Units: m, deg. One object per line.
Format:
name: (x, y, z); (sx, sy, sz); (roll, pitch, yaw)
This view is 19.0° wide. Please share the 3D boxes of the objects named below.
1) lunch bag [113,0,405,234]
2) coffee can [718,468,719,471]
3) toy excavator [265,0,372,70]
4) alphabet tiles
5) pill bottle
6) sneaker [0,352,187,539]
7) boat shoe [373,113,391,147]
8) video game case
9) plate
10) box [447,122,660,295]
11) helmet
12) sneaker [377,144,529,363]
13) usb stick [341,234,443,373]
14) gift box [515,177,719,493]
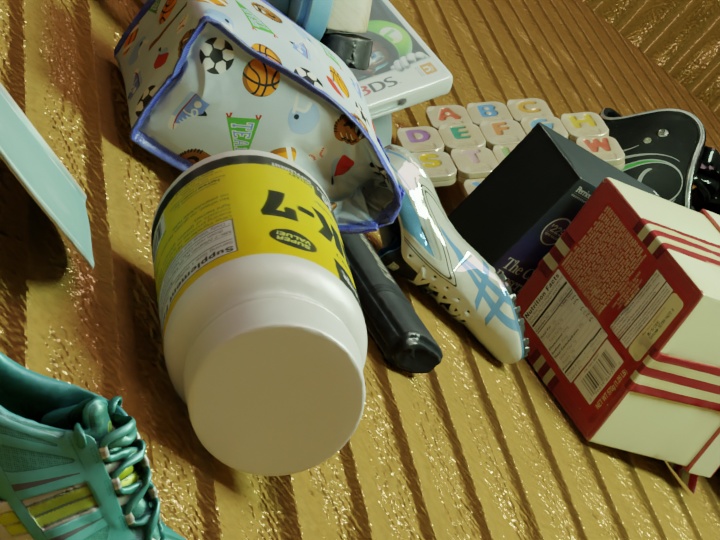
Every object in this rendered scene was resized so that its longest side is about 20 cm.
lunch bag: (-0.067, -0.113, 1.529); (0.199, 0.124, 0.170); (28, 19, -23)
coffee can: (0.383, 0.149, 1.899); (0.146, 0.146, 0.200); (29, 20, -41)
toy excavator: (-0.102, -0.229, 1.655); (0.199, 0.100, 0.194); (7, 12, -25)
alphabet tiles: (0.138, -0.112, 1.986); (0.199, 0.015, 0.196); (-6, 31, -9)
pill bottle: (-0.057, 0.023, 1.214); (0.114, 0.114, 0.200); (36, 18, -24)
sneaker: (-0.121, 0.095, 0.930); (0.200, 0.080, 0.078); (40, 16, -13)
boat shoe: (-0.025, -0.129, 1.786); (0.071, 0.091, 0.201); (34, 45, -27)
video game case: (-0.053, -0.189, 1.738); (0.181, 0.023, 0.200); (-21, 56, -27)
plate: (-0.200, -0.087, 1.179); (0.200, 0.026, 0.200); (51, -4, 5)
box: (0.177, -0.027, 1.861); (0.200, 0.141, 0.079); (23, 24, -49)
helmet: (0.267, -0.059, 2.073); (0.190, 0.201, 0.200); (-1, -15, 37)
sneaker: (0.058, -0.003, 1.680); (0.200, 0.072, 0.072); (53, -14, -8)
usb stick: (0.000, 0.000, 1.559); (0.055, 0.033, 0.200); (26, 23, -45)
gift box: (0.256, 0.063, 1.769); (0.186, 0.185, 0.200); (16, 33, -41)
